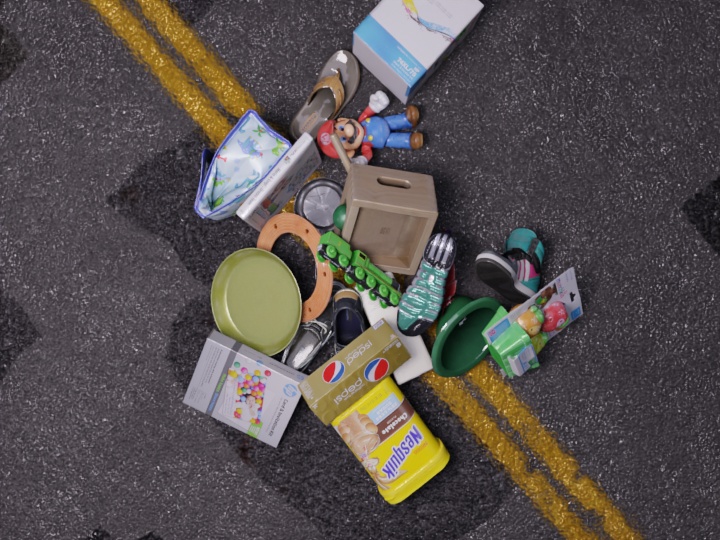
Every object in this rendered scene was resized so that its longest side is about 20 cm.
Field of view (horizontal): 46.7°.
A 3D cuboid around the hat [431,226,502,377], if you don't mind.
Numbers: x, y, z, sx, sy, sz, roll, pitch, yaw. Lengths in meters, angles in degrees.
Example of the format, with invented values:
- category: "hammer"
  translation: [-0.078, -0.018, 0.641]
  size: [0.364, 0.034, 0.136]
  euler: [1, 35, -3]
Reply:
- category: "hat"
  translation: [0.163, 0.074, 1.586]
  size: [0.200, 0.166, 0.176]
  euler: [-41, 49, -7]

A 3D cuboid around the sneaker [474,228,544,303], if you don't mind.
- category: "sneaker"
  translation: [0.280, -0.026, 1.535]
  size: [0.082, 0.199, 0.123]
  euler: [2, 69, 36]

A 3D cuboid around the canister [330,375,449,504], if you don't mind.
- category: "canister"
  translation: [0.050, 0.305, 1.536]
  size: [0.148, 0.087, 0.201]
  euler: [-37, 103, -1]

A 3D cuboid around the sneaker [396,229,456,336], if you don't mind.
- category: "sneaker"
  translation: [0.128, 0.024, 1.516]
  size: [0.073, 0.088, 0.203]
  euler: [26, 107, 8]

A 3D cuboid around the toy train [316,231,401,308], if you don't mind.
- category: "toy train"
  translation: [0.000, 0.000, 1.477]
  size: [0.199, 0.041, 0.057]
  euler: [37, 51, -30]

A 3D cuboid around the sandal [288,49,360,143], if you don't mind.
- category: "sandal"
  translation: [-0.069, -0.327, 1.576]
  size: [0.081, 0.055, 0.201]
  euler: [38, 89, -1]

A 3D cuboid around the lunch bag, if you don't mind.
- category: "lunch bag"
  translation: [-0.219, -0.176, 1.513]
  size: [0.127, 0.170, 0.201]
  euler: [38, 90, 0]

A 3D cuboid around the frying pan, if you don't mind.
- category: "frying pan"
  translation: [-0.088, -0.086, 1.589]
  size: [0.113, 0.031, 0.193]
  euler: [26, 86, -1]

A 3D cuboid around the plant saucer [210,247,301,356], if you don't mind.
- category: "plant saucer"
  translation: [-0.189, 0.058, 1.548]
  size: [0.197, 0.031, 0.204]
  euler: [4, 99, 26]

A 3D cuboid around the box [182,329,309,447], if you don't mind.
- category: "box"
  translation: [-0.213, 0.220, 1.543]
  size: [0.197, 0.041, 0.158]
  euler: [26, 116, -2]

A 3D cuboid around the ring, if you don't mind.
- category: "ring"
  translation: [-0.120, -0.005, 1.532]
  size: [0.198, 0.019, 0.204]
  euler: [11, 107, 40]

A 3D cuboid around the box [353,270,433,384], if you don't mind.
- category: "box"
  translation: [0.062, 0.105, 1.568]
  size: [0.081, 0.068, 0.203]
  euler: [-23, 90, -2]

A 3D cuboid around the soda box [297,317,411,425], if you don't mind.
- category: "soda box"
  translation: [-0.011, 0.180, 1.485]
  size: [0.199, 0.064, 0.068]
  euler: [-38, 131, -2]

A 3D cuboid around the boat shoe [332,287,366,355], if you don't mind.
- category: "boat shoe"
  translation: [-0.016, 0.132, 1.540]
  size: [0.073, 0.063, 0.203]
  euler: [-5, 118, 6]

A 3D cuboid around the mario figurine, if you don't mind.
- category: "mario figurine"
  translation: [0.017, -0.256, 1.548]
  size: [0.196, 0.107, 0.125]
  euler: [-10, 45, -8]

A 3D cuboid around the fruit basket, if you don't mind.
- category: "fruit basket"
  translation: [0.326, 0.102, 1.529]
  size: [0.198, 0.186, 0.094]
  euler: [-32, 54, 0]

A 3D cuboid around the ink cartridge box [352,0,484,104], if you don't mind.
- category: "ink cartridge box"
  translation: [0.102, -0.443, 1.537]
  size: [0.146, 0.147, 0.200]
  euler: [42, 89, 0]

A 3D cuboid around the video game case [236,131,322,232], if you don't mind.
- category: "video game case"
  translation: [-0.141, -0.153, 1.500]
  size: [0.024, 0.200, 0.183]
  euler: [41, 88, 4]

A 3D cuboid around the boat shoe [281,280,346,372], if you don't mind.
- category: "boat shoe"
  translation: [-0.083, 0.113, 1.562]
  size: [0.071, 0.071, 0.202]
  euler: [29, 89, -1]

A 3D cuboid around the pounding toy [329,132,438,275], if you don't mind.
- category: "pounding toy"
  translation: [0.024, -0.118, 1.504]
  size: [0.196, 0.186, 0.144]
  euler: [8, 44, -11]
